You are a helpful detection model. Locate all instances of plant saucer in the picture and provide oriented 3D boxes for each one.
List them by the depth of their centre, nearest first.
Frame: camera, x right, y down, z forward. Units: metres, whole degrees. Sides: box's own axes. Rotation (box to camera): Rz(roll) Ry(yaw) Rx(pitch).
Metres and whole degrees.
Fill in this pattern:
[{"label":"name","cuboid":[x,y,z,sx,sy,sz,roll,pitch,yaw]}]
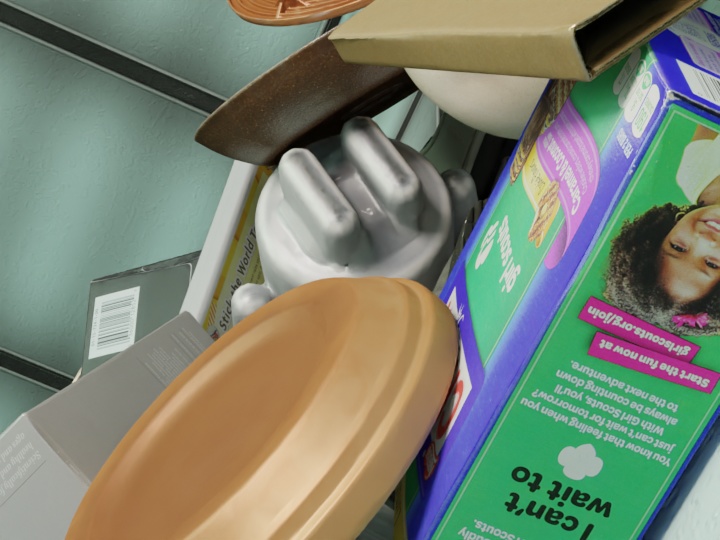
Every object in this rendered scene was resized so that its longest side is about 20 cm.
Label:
[{"label":"plant saucer","cuboid":[-0.048,0.072,0.621,0.200,0.037,0.201,-38,19,15]},{"label":"plant saucer","cuboid":[-0.001,-0.110,0.923,0.199,0.037,0.200,-31,-1,-1]}]

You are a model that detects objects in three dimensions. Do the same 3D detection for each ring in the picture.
[{"label":"ring","cuboid":[0.009,-0.204,0.929,0.199,0.019,0.201,-22,31,14]}]

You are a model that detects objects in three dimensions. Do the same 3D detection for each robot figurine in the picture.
[{"label":"robot figurine","cuboid":[0.000,0.000,0.939,0.113,0.168,0.201,57,165,31]}]

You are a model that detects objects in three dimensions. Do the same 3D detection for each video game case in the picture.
[{"label":"video game case","cuboid":[-0.041,0.047,1.018,0.023,0.182,0.201,-18,38,31]}]

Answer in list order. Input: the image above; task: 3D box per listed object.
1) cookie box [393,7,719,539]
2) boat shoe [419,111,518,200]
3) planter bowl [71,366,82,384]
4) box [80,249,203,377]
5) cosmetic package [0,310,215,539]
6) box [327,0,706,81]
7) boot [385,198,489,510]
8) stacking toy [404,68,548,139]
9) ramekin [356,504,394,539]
[{"label":"cookie box","cuboid":[0.084,0.009,0.596,0.172,0.075,0.201,-86,20,-67]},{"label":"boat shoe","cuboid":[0.072,-0.073,1.016,0.067,0.056,0.201,55,135,39]},{"label":"planter bowl","cuboid":[-0.108,0.138,1.184,0.135,0.198,0.202,68,-143,-60]},{"label":"box","cuboid":[-0.105,0.104,1.046,0.131,0.115,0.202,-14,57,25]},{"label":"cosmetic package","cuboid":[-0.128,0.103,0.807,0.107,0.090,0.200,-44,-5,18]},{"label":"box","cuboid":[0.091,-0.125,0.615,0.163,0.021,0.200,-35,21,-15]},{"label":"boot","cuboid":[0.041,0.070,0.803,0.131,0.067,0.201,114,180,-46]},{"label":"stacking toy","cuboid":[0.088,-0.123,0.840,0.200,0.145,0.148,62,-130,-81]},{"label":"ramekin","cuboid":[-0.033,0.188,0.787,0.200,0.104,0.202,-157,90,-83]}]
